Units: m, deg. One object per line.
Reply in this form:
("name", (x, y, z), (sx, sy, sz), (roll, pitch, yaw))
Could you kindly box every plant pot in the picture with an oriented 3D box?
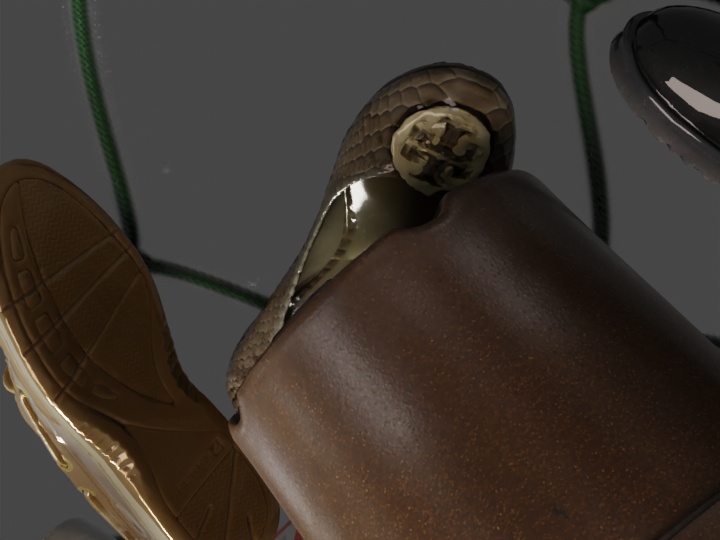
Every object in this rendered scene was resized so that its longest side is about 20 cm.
("plant pot", (0.068, 0.084, 0.963), (0.198, 0.200, 0.200), (49, 130, 15))

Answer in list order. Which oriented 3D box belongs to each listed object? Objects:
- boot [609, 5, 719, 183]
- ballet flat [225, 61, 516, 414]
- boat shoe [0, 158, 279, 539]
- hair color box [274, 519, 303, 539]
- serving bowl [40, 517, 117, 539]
("boot", (0.206, -0.093, 0.896), (0.165, 0.066, 0.200), (28, 132, -21))
("ballet flat", (0.000, 0.000, 1.031), (0.067, 0.046, 0.200), (28, 129, -11))
("boat shoe", (-0.111, 0.045, 1.078), (0.069, 0.074, 0.200), (-3, 123, 49))
("hair color box", (0.032, 0.189, 1.166), (0.200, 0.064, 0.111), (36, 125, -14))
("serving bowl", (-0.128, 0.210, 1.124), (0.066, 0.200, 0.200), (21, 131, 10))
